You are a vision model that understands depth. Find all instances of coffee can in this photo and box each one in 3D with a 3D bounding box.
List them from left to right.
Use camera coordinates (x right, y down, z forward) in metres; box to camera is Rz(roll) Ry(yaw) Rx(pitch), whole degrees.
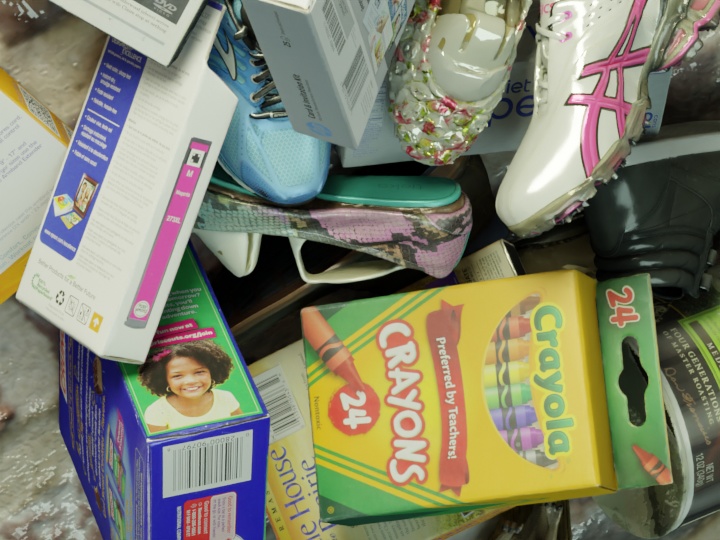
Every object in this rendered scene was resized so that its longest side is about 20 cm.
[{"bbox_3d":[0.240,0.067,1.699,0.200,0.146,0.146,-20,134,-24],"label":"coffee can"}]

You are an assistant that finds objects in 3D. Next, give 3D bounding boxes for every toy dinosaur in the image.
[{"bbox_3d":[0.080,0.199,1.621,0.058,0.101,0.200,31,88,5],"label":"toy dinosaur"}]

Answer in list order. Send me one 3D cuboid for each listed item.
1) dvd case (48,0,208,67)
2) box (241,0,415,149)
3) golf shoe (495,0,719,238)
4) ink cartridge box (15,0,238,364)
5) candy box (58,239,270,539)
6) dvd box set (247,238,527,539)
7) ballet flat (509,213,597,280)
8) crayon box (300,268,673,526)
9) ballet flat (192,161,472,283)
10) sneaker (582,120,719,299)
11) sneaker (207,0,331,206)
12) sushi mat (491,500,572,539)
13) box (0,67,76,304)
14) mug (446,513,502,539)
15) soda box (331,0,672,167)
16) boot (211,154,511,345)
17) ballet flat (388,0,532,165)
[{"bbox_3d":[-0.116,-0.221,1.369,0.150,0.025,0.200,30,116,-3],"label":"dvd case"},{"bbox_3d":[0.005,-0.184,1.372,0.156,0.041,0.200,68,42,-67],"label":"box"},{"bbox_3d":[0.122,-0.110,1.496,0.092,0.073,0.200,37,73,-13],"label":"golf shoe"},{"bbox_3d":[-0.121,-0.058,1.464,0.037,0.095,0.200,10,103,-40],"label":"ink cartridge box"},{"bbox_3d":[-0.116,0.087,1.553,0.077,0.200,0.169,-11,132,-17],"label":"candy box"},{"bbox_3d":[0.028,0.090,1.601,0.200,0.146,0.029,-28,165,14],"label":"dvd box set"},{"bbox_3d":[0.132,-0.009,1.658,0.200,0.067,0.046,-20,148,-22],"label":"ballet flat"},{"bbox_3d":[0.070,0.071,1.546,0.200,0.127,0.051,-10,169,17],"label":"crayon box"},{"bbox_3d":[-0.038,-0.028,1.537,0.200,0.069,0.071,9,113,3],"label":"ballet flat"},{"bbox_3d":[0.204,-0.037,1.634,0.200,0.071,0.099,-11,101,-40],"label":"sneaker"},{"bbox_3d":[-0.056,-0.123,1.448,0.078,0.090,0.200,-17,113,-10],"label":"sneaker"},{"bbox_3d":[0.105,0.177,1.689,0.012,0.200,0.096,27,112,-10],"label":"sushi mat"},{"bbox_3d":[-0.236,-0.065,1.487,0.119,0.041,0.200,-39,130,9],"label":"box"},{"bbox_3d":[0.041,0.101,1.700,0.149,0.187,0.153,32,104,-4],"label":"mug"},{"bbox_3d":[0.075,-0.112,1.560,0.200,0.068,0.063,-6,129,-18],"label":"soda box"},{"bbox_3d":[0.000,0.000,1.617,0.200,0.075,0.097,-37,129,7],"label":"boot"},{"bbox_3d":[0.065,-0.154,1.472,0.076,0.064,0.200,14,92,-20],"label":"ballet flat"}]
